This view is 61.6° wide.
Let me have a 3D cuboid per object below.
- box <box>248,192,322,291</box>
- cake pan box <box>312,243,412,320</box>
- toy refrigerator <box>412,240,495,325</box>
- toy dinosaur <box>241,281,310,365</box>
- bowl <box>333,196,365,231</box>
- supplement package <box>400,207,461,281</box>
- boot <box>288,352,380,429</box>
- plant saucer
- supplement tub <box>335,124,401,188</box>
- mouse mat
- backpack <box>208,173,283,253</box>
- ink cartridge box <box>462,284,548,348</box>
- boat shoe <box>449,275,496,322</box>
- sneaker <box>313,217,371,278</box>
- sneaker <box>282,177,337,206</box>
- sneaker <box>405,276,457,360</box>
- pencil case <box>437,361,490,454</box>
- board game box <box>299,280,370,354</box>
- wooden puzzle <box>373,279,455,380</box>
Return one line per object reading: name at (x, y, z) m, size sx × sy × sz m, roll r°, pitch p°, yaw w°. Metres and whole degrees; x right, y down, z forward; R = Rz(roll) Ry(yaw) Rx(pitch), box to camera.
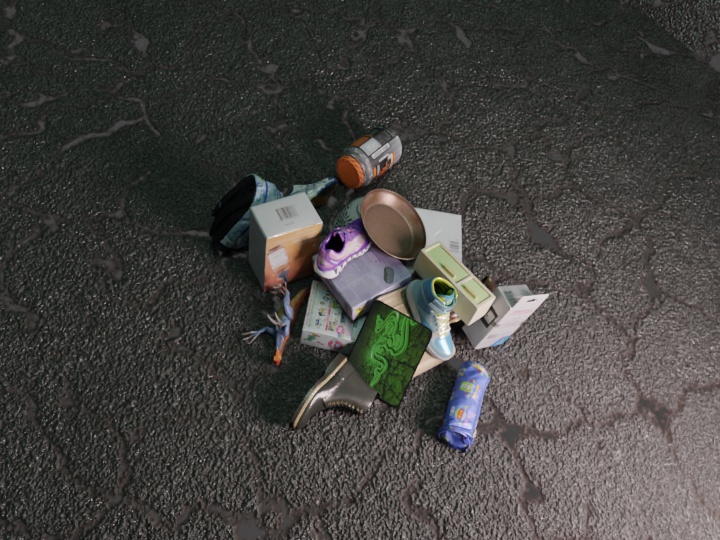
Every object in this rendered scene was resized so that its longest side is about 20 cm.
box at (-0.189, -0.069, 1.490) m, size 0.148 × 0.203 × 0.108 m, roll -19°, pitch 57°, yaw -24°
cake pan box at (0.000, 0.000, 1.485) m, size 0.181 × 0.053 × 0.201 m, roll -27°, pitch 57°, yaw -23°
toy refrigerator at (0.222, 0.025, 1.440) m, size 0.075 × 0.071 × 0.201 m, roll -22°, pitch 60°, yaw -37°
toy dinosaur at (-0.176, 0.127, 1.427) m, size 0.194 × 0.105 × 0.188 m, roll -3°, pitch 74°, yaw -30°
bowl at (0.027, -0.137, 1.656) m, size 0.193 × 0.095 × 0.206 m, roll 7°, pitch 53°, yaw -9°
supplement package at (0.183, -0.044, 1.598) m, size 0.150 × 0.112 × 0.206 m, roll 9°, pitch 60°, yaw -6°
boot at (-0.053, 0.299, 1.337) m, size 0.137 × 0.078 × 0.201 m, roll 39°, pitch 64°, yaw 3°
plant saucer at (0.076, -0.109, 1.502) m, size 0.195 × 0.037 × 0.206 m, roll 19°, pitch 52°, yaw -26°
supplement tub at (0.024, -0.332, 1.780) m, size 0.122 × 0.124 × 0.199 m, roll 37°, pitch 56°, yaw 17°
mouse mat at (0.059, 0.192, 1.390) m, size 0.157 × 0.008 × 0.205 m, roll 26°, pitch 96°, yaw 11°
backpack at (-0.286, -0.153, 1.534) m, size 0.150 × 0.201 × 0.167 m, roll 17°, pitch 48°, yaw -24°
ink cartridge box at (0.352, 0.100, 1.470) m, size 0.113 × 0.202 × 0.068 m, roll -3°, pitch 50°, yaw -38°
boat shoe at (0.275, 0.074, 1.557) m, size 0.197 × 0.069 × 0.073 m, roll -24°, pitch 101°, yaw -36°
sneaker at (-0.036, -0.072, 1.454) m, size 0.079 × 0.090 × 0.200 m, roll 28°, pitch 53°, yaw 24°
sneaker at (-0.150, -0.219, 1.690) m, size 0.088 × 0.076 × 0.199 m, roll 39°, pitch 55°, yaw 18°
sneaker at (0.187, 0.109, 1.402) m, size 0.078 × 0.129 × 0.205 m, roll -27°, pitch 92°, yaw -35°
pencil case at (0.241, 0.309, 1.383) m, size 0.084 × 0.079 × 0.203 m, roll 3°, pitch 47°, yaw 28°
board game box at (-0.039, 0.120, 1.472) m, size 0.193 × 0.065 × 0.151 m, roll 14°, pitch 51°, yaw -4°
wooden puzzle at (0.127, 0.142, 1.461) m, size 0.181 × 0.046 × 0.206 m, roll -18°, pitch 86°, yaw -35°
